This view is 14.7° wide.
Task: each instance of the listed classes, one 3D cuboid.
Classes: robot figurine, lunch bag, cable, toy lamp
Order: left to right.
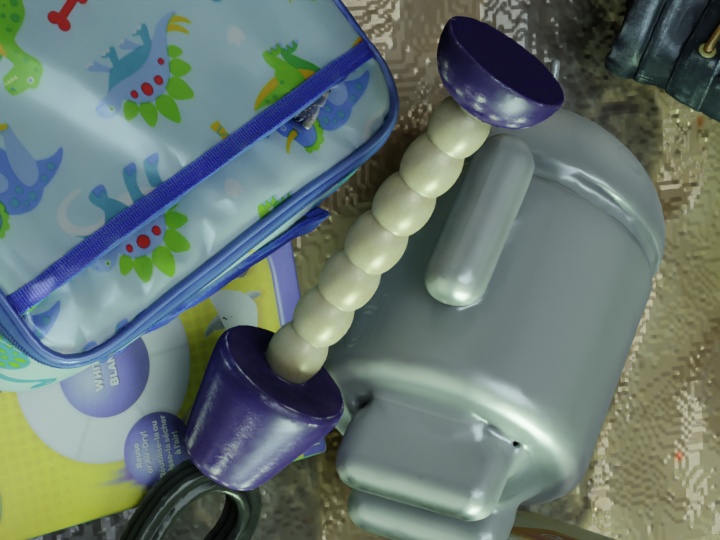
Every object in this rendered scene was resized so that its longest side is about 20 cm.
[{"bbox_3d":[-0.114,0.156,1.094,0.097,0.050,0.200,22,91,-27],"label":"cable"},{"bbox_3d":[-0.093,-0.059,1.042,0.200,0.082,0.161,-36,93,-28],"label":"lunch bag"},{"bbox_3d":[0.000,0.000,1.039,0.058,0.058,0.200,24,117,-28],"label":"toy lamp"},{"bbox_3d":[0.054,0.015,1.127,0.113,0.170,0.200,17,63,12],"label":"robot figurine"}]

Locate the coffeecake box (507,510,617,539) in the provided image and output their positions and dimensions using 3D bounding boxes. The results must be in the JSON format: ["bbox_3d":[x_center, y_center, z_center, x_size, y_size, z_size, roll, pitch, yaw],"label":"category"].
[{"bbox_3d":[0.067,0.206,1.147,0.073,0.154,0.200,9,91,-29],"label":"coffeecake box"}]

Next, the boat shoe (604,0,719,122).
[{"bbox_3d":[0.177,-0.152,1.213,0.091,0.071,0.200,23,62,3],"label":"boat shoe"}]

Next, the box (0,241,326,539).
[{"bbox_3d":[-0.117,0.038,1.089,0.200,0.048,0.117,-15,102,-25],"label":"box"}]
